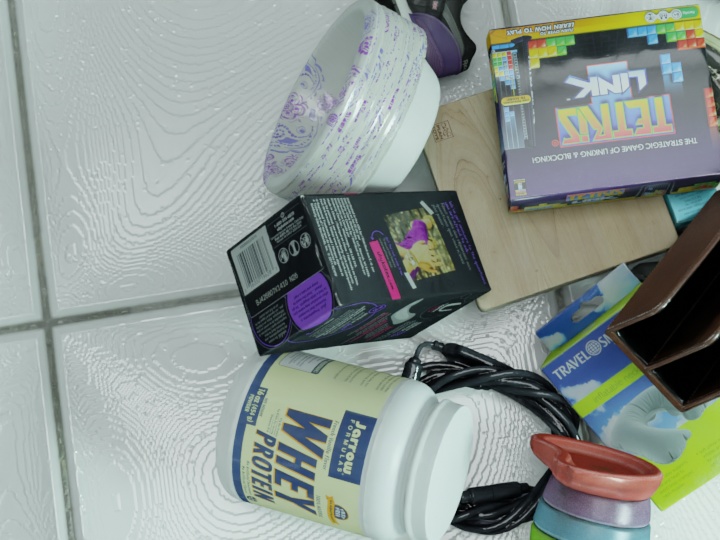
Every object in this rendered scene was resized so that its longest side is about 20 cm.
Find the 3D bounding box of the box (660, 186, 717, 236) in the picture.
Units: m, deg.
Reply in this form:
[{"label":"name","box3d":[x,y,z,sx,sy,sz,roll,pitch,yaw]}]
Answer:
[{"label":"box","box3d":[0.287,-0.135,1.401,0.049,0.082,0.201,-17,78,-3]}]

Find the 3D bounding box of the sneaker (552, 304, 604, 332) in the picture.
[{"label":"sneaker","box3d":[0.284,0.068,1.375,0.199,0.082,0.074,16,120,17]}]

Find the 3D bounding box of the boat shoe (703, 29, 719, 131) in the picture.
[{"label":"boat shoe","box3d":[0.362,-0.163,1.413,0.201,0.072,0.066,39,75,3]}]

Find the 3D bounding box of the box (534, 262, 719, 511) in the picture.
[{"label":"box","box3d":[0.261,0.107,1.323,0.122,0.048,0.200,-41,91,28]}]

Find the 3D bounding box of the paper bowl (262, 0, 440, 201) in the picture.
[{"label":"paper bowl","box3d":[0.000,-0.143,1.345,0.104,0.200,0.202,27,78,-17]}]

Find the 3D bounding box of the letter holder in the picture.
[{"label":"letter holder","box3d":[0.330,0.005,1.238,0.101,0.142,0.200,46,61,-4]}]

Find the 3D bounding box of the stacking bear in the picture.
[{"label":"stacking bear","box3d":[0.195,0.263,1.290,0.113,0.121,0.201,11,97,-9]}]

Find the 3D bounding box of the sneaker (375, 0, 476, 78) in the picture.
[{"label":"sneaker","box3d":[0.060,-0.286,1.449,0.087,0.076,0.201,-10,81,-17]}]

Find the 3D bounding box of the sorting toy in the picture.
[{"label":"sorting toy","box3d":[0.175,-0.079,1.392,0.198,0.070,0.201,-18,78,-2]}]

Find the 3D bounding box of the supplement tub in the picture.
[{"label":"supplement tub","box3d":[-0.013,0.156,1.282,0.199,0.145,0.146,12,77,20]}]

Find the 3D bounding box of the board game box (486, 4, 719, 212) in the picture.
[{"label":"board game box","box3d":[0.225,-0.150,1.338,0.199,0.057,0.166,-7,77,2]}]

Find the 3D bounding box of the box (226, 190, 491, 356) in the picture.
[{"label":"box","box3d":[0.000,0.000,1.299,0.199,0.122,0.107,-4,69,-45]}]

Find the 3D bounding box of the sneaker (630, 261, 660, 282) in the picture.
[{"label":"sneaker","box3d":[0.350,-0.007,1.383,0.199,0.074,0.089,3,75,-8]}]

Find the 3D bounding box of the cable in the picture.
[{"label":"cable","box3d":[0.113,0.165,1.351,0.199,0.051,0.164,25,79,4]}]
